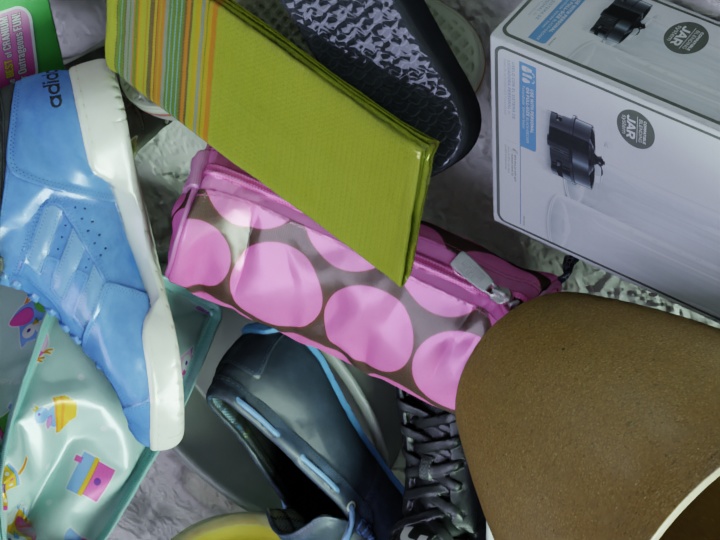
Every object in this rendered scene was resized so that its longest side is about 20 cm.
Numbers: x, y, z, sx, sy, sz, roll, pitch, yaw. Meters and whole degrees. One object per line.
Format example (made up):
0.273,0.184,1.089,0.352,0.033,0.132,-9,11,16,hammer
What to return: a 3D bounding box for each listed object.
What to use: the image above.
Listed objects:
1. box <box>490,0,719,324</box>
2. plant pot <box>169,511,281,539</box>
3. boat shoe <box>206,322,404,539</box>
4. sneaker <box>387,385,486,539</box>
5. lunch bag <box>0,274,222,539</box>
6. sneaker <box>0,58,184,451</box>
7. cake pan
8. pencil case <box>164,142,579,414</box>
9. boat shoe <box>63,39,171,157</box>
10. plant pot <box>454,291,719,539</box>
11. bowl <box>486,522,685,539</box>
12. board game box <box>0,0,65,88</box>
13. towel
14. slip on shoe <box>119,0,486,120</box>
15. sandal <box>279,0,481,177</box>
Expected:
0.154,-0.041,1.124,0.199,0.060,0.117,26,142,25,box
-0.076,0.239,1.523,0.200,0.201,0.189,35,148,13,plant pot
-0.027,0.123,1.407,0.084,0.069,0.201,-13,116,51,boat shoe
0.043,0.106,1.347,0.073,0.112,0.201,8,132,40,sneaker
-0.189,0.089,1.409,0.122,0.201,0.170,35,153,-29,lunch bag
-0.155,0.003,1.310,0.077,0.110,0.201,-117,14,-71,sneaker
-0.056,0.062,1.469,0.199,0.037,0.201,27,142,23,cake pan
0.000,0.000,1.271,0.199,0.091,0.094,21,165,11,pencil case
-0.161,-0.073,1.416,0.072,0.060,0.201,51,145,-10,boat shoe
0.127,0.095,1.139,0.200,0.186,0.187,42,155,49,plant pot
0.156,0.184,1.291,0.200,0.075,0.200,38,154,31,bowl
-0.211,-0.188,1.317,0.153,0.040,0.201,46,154,43,board game box
-0.045,-0.078,1.204,0.200,0.018,0.086,37,142,26,towel
-0.023,-0.098,1.255,0.199,0.075,0.061,0,171,35,slip on shoe
-0.005,-0.137,1.179,0.076,0.043,0.201,-17,99,31,sandal
